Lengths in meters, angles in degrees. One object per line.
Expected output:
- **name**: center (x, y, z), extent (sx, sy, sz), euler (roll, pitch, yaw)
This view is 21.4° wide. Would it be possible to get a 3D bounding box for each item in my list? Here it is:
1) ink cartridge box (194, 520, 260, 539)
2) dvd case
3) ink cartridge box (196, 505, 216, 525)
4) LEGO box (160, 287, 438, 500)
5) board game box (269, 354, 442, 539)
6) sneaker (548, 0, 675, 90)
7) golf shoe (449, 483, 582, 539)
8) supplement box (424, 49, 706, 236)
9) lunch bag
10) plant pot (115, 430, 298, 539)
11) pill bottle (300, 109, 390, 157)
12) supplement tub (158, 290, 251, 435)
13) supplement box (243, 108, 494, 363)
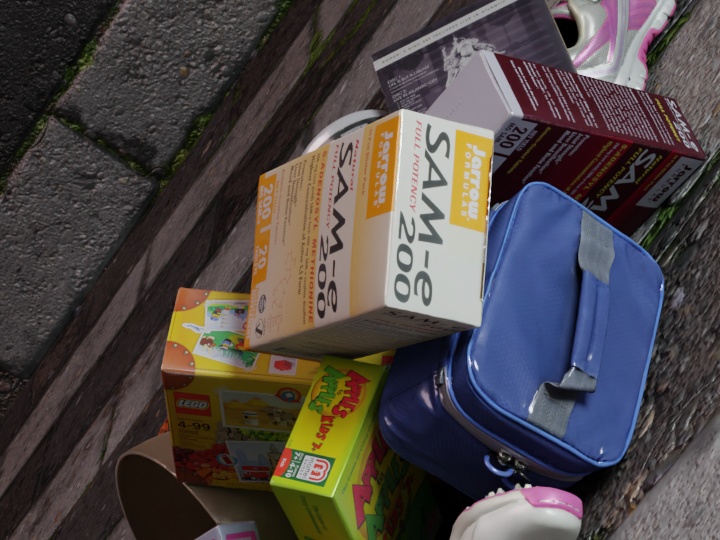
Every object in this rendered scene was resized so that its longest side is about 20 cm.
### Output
- **ink cartridge box**: center (-0.095, 0.296, 1.391), extent (0.119, 0.042, 0.202), euler (-36, 65, 51)
- **dvd case**: center (0.096, -0.129, 1.468), extent (0.148, 0.016, 0.201), euler (-26, 48, 10)
- **ink cartridge box**: center (-0.136, 0.274, 1.669), extent (0.201, 0.099, 0.039), euler (-54, 13, 19)
- **LEGO box**: center (-0.036, 0.094, 1.392), extent (0.150, 0.198, 0.078), euler (89, -173, -51)
- **board game box**: center (0.001, 0.159, 1.309), extent (0.201, 0.047, 0.102), euler (70, -143, -51)
- **sneaker**: center (0.193, -0.201, 1.544), extent (0.081, 0.088, 0.201), euler (-39, 23, 49)
- **golf shoe**: center (0.075, 0.207, 1.192), extent (0.200, 0.075, 0.092), euler (-48, 33, 42)
- **supplement box**: center (0.131, -0.079, 1.313), extent (0.109, 0.199, 0.061), euler (-48, 52, 34)
- **lunch bag**: center (0.108, 0.053, 1.235), extent (0.132, 0.135, 0.201), euler (-40, 26, 50)
- **plant pot**: center (-0.085, 0.197, 1.539), extent (0.134, 0.201, 0.200), euler (-33, 2, -27)
- **pill bottle**: center (0.037, -0.024, 1.509), extent (0.115, 0.114, 0.200), euler (-52, 52, 20)
- **supplement tub**: center (-0.104, 0.116, 1.840), extent (0.200, 0.122, 0.123), euler (-51, 16, 27)
- **supplement box**: center (0.001, -0.016, 1.231), extent (0.200, 0.073, 0.127), euler (-20, 62, 59)
